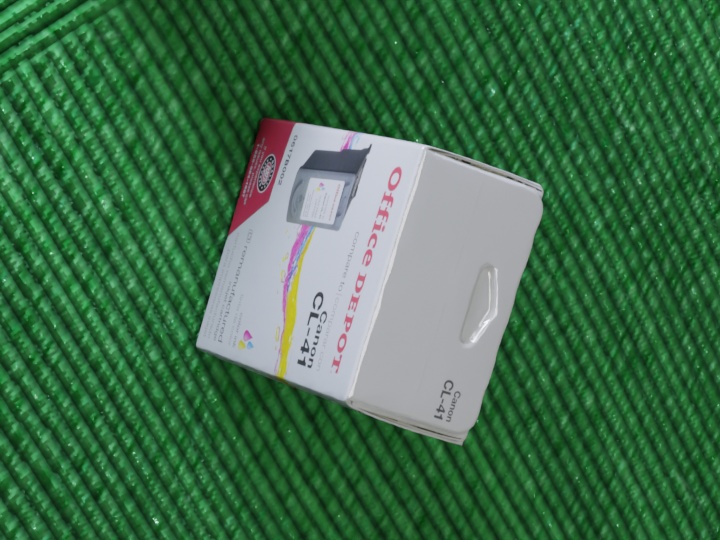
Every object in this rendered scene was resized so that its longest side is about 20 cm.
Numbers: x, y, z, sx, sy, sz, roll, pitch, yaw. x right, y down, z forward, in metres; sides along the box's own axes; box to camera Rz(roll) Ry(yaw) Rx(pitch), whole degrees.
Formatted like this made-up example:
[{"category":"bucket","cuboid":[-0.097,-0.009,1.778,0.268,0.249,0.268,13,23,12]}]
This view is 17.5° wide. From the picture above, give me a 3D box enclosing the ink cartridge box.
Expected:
[{"category":"ink cartridge box","cuboid":[0.000,0.000,1.301,0.085,0.200,0.149,18,88,-27]}]
